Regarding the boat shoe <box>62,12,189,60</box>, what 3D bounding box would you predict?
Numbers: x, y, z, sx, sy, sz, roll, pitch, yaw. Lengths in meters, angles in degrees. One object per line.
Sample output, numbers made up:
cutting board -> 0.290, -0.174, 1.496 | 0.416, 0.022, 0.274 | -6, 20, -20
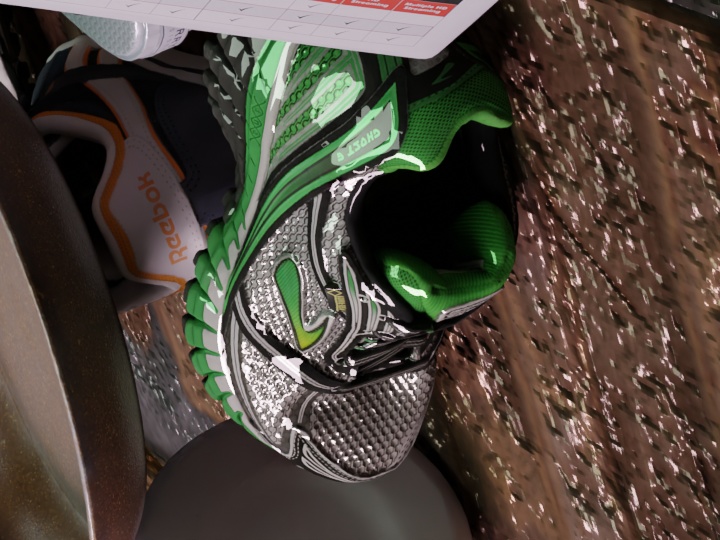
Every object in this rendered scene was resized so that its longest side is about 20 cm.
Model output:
boat shoe -> -0.102, -0.141, 0.891 | 0.200, 0.067, 0.074 | 47, 149, 19

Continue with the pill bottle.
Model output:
pill bottle -> -0.027, 0.141, 1.025 | 0.114, 0.114, 0.200 | 51, 157, 23

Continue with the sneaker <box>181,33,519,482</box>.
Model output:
sneaker -> 0.000, 0.000, 0.834 | 0.085, 0.078, 0.200 | 47, 155, 30

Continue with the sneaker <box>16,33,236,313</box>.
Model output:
sneaker -> -0.088, -0.034, 0.994 | 0.079, 0.079, 0.200 | 65, 160, -13

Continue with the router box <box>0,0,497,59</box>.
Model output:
router box -> -0.037, -0.108, 0.586 | 0.179, 0.200, 0.049 | 143, 129, -59

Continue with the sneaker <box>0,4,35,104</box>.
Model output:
sneaker -> -0.164, -0.045, 1.109 | 0.078, 0.090, 0.200 | -99, -5, -66

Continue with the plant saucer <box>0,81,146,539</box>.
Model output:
plant saucer -> -0.113, 0.014, 0.943 | 0.200, 0.032, 0.200 | 52, 153, 42
